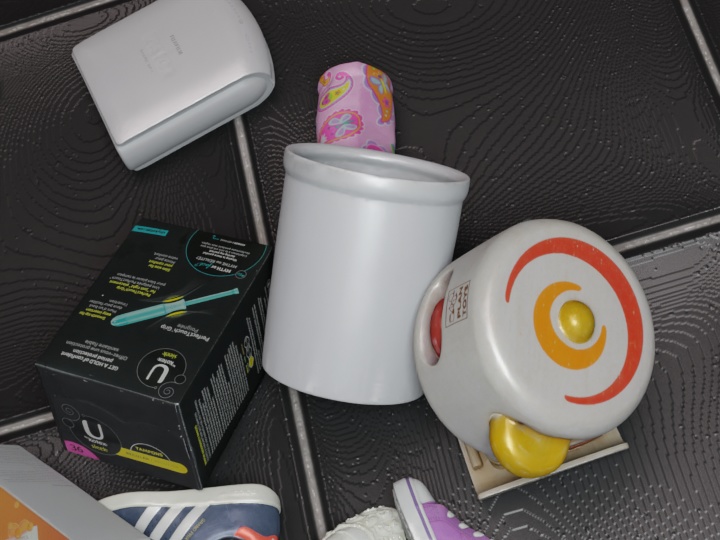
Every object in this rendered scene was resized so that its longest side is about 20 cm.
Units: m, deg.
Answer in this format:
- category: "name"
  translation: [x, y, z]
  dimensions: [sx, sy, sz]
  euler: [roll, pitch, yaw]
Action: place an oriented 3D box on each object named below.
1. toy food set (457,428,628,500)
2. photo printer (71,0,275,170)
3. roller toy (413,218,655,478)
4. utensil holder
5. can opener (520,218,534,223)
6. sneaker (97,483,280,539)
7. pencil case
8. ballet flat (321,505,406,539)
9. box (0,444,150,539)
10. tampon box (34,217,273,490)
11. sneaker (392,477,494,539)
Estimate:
- category: "toy food set"
  translation: [0.144, 0.099, 1.247]
  dimensions: [0.142, 0.061, 0.202]
  euler: [-20, 61, 2]
- category: "photo printer"
  translation: [-0.199, -0.221, 1.482]
  dimensions: [0.198, 0.070, 0.167]
  euler: [-28, 61, -2]
- category: "roller toy"
  translation: [0.146, 0.058, 1.130]
  dimensions: [0.199, 0.140, 0.184]
  euler: [-32, 89, -31]
- category: "utensil holder"
  translation: [0.000, 0.000, 1.228]
  dimensions: [0.168, 0.170, 0.203]
  euler: [14, 104, 19]
- category: "can opener"
  translation: [0.127, 0.046, 1.239]
  dimensions: [0.066, 0.053, 0.202]
  euler: [29, 64, -7]
- category: "sneaker"
  translation: [-0.170, 0.249, 1.233]
  dimensions: [0.197, 0.075, 0.086]
  euler: [-9, 62, 10]
- category: "pencil case"
  translation: [-0.005, -0.110, 1.378]
  dimensions: [0.086, 0.088, 0.203]
  euler: [-6, 63, 9]
- category: "ballet flat"
  translation: [-0.038, 0.280, 1.194]
  dimensions: [0.199, 0.072, 0.072]
  euler: [-40, 62, -10]
- category: "box"
  translation: [-0.301, 0.251, 1.204]
  dimensions: [0.199, 0.097, 0.126]
  euler: [25, 96, 35]
- category: "tampon box"
  translation: [-0.178, 0.074, 1.263]
  dimensions: [0.148, 0.127, 0.201]
  euler: [13, 48, 19]
- category: "sneaker"
  translation: [0.113, 0.252, 1.176]
  dimensions: [0.113, 0.073, 0.202]
  euler: [-29, 71, -7]
